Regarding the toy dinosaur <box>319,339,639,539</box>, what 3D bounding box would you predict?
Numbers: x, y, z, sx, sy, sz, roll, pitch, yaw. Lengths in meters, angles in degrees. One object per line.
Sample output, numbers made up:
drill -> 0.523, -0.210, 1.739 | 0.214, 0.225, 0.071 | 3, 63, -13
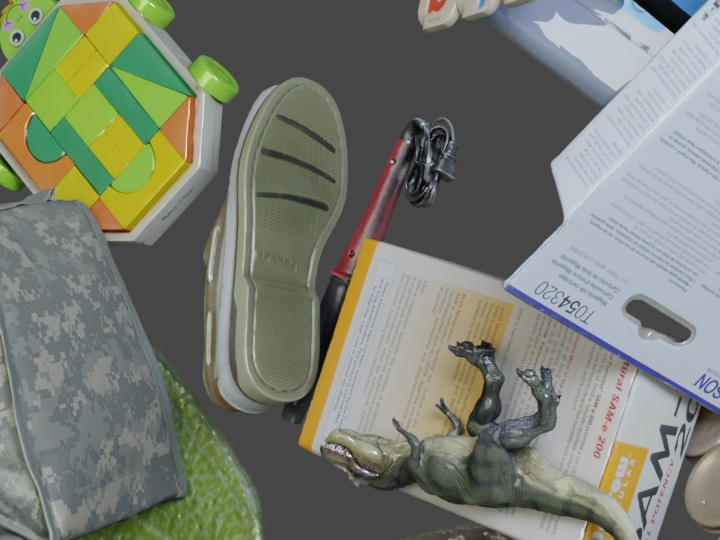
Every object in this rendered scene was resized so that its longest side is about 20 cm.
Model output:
toy dinosaur -> 0.070, 0.087, 1.142 | 0.200, 0.047, 0.088 | 13, 103, 38

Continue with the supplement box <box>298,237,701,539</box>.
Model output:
supplement box -> 0.076, 0.070, 1.217 | 0.200, 0.074, 0.126 | 20, 92, 39

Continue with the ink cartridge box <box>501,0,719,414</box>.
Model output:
ink cartridge box -> 0.188, -0.037, 1.097 | 0.200, 0.196, 0.043 | -45, 44, 17

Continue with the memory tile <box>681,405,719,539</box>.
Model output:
memory tile -> 0.230, 0.099, 1.124 | 0.153, 0.017, 0.200 | -39, 36, 22

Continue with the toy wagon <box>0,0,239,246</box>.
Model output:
toy wagon -> -0.171, -0.106, 1.403 | 0.155, 0.040, 0.200 | -46, 66, 14

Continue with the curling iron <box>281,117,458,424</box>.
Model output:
curling iron -> 0.000, 0.000, 1.304 | 0.200, 0.026, 0.050 | -61, 28, 12

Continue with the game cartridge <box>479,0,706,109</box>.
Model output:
game cartridge -> 0.155, -0.195, 1.239 | 0.133, 0.040, 0.200 | 37, 105, 12

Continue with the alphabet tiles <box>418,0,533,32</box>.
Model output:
alphabet tiles -> 0.086, -0.228, 1.232 | 0.200, 0.015, 0.196 | -8, 65, 59

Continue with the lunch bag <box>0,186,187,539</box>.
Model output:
lunch bag -> -0.200, 0.057, 1.304 | 0.117, 0.164, 0.200 | -12, 91, 24

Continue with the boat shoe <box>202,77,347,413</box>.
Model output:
boat shoe -> -0.059, -0.015, 1.312 | 0.068, 0.075, 0.200 | -21, 54, 51

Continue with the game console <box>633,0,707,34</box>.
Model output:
game console -> 0.222, -0.180, 1.142 | 0.200, 0.171, 0.118 | 39, 75, 3
